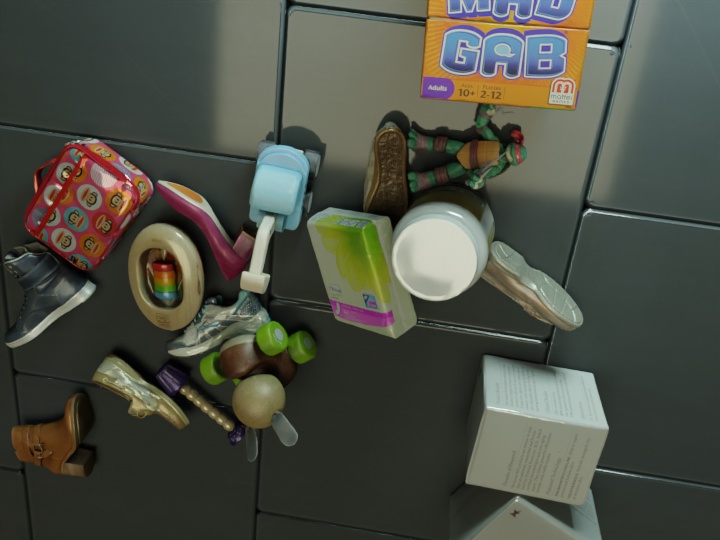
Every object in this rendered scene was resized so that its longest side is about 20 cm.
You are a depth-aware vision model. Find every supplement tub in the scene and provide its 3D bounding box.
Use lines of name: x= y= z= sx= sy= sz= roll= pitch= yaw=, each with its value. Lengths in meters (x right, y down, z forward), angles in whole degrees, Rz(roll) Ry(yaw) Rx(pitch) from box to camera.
supplement tub: x=0.125 y=-0.044 z=1.152 sx=0.144 sy=0.200 sz=0.145 roll=4 pitch=109 yaw=13

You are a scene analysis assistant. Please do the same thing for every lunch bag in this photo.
lunch bag: x=-0.466 y=-0.119 z=1.277 sx=0.176 sy=0.082 sz=0.200 roll=38 pitch=113 yaw=-6

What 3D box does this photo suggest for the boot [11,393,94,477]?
boot: x=-0.613 y=0.320 z=1.505 sx=0.154 sy=0.074 sz=0.200 roll=10 pitch=113 yaw=7

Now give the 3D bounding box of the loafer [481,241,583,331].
loafer: x=0.276 y=0.033 z=1.259 sx=0.200 sy=0.072 sz=0.063 roll=40 pitch=130 yaw=-4

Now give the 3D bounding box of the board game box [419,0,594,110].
board game box: x=0.191 y=-0.340 z=1.013 sx=0.200 sy=0.200 sz=0.200 roll=6 pitch=115 yaw=5

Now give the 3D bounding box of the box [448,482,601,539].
box: x=0.296 y=0.463 z=1.391 sx=0.199 sy=0.171 sz=0.200 roll=35 pitch=114 yaw=-9

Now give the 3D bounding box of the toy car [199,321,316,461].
toy car: x=-0.162 y=0.216 z=1.304 sx=0.164 sy=0.200 sz=0.158 roll=-29 pitch=150 yaw=25

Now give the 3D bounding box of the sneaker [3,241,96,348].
sneaker: x=-0.597 y=0.039 z=1.358 sx=0.202 sy=0.077 sz=0.146 roll=-36 pitch=117 yaw=11

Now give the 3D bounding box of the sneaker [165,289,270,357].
sneaker: x=-0.263 y=0.090 z=1.358 sx=0.200 sy=0.078 sz=0.086 roll=-21 pitch=98 yaw=9

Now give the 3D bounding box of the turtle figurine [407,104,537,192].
turtle figurine: x=0.172 y=-0.175 z=1.141 sx=0.200 sy=0.150 sz=0.101 roll=-6 pitch=151 yaw=22

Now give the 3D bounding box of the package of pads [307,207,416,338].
package of pads: x=0.000 y=0.000 z=1.235 sx=0.154 sy=0.068 sz=0.200 roll=14 pitch=127 yaw=49

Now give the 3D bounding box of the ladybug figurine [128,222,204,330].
ladybug figurine: x=-0.328 y=0.008 z=1.314 sx=0.136 sy=0.072 sz=0.200 roll=9 pitch=113 yaw=11

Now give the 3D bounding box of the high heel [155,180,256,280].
high heel: x=-0.272 y=-0.067 z=1.280 sx=0.200 sy=0.067 sz=0.096 roll=32 pitch=105 yaw=-22

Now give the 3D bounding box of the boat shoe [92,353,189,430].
boat shoe: x=-0.413 y=0.242 z=1.429 sx=0.200 sy=0.066 sz=0.074 roll=39 pitch=154 yaw=-3

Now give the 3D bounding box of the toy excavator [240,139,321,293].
toy excavator: x=-0.139 y=-0.087 z=1.177 sx=0.100 sy=0.200 sz=0.195 roll=14 pitch=116 yaw=2

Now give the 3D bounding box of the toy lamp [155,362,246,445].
toy lamp: x=-0.299 y=0.248 z=1.438 sx=0.058 sy=0.058 sz=0.200 roll=-40 pitch=107 yaw=22

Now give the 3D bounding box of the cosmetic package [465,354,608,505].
cosmetic package: x=0.293 y=0.268 z=1.304 sx=0.200 sy=0.167 sz=0.167 roll=10 pitch=116 yaw=4

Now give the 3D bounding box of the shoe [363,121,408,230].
shoe: x=0.042 y=-0.140 z=1.214 sx=0.070 sy=0.053 sz=0.200 roll=1 pitch=121 yaw=-9
